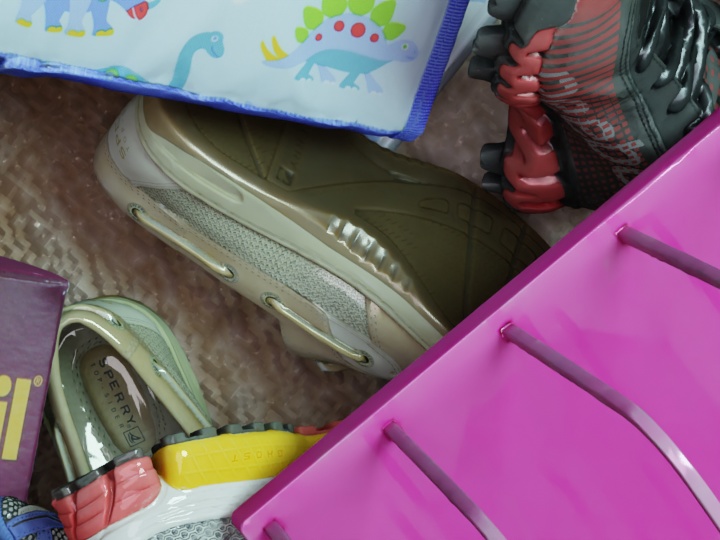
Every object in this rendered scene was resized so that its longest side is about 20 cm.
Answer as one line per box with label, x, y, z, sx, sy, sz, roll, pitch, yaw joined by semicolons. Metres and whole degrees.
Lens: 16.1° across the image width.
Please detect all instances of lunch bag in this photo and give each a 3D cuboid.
lunch bag;-0.045;-0.151;0.800;0.169;0.127;0.202;9;83;-23

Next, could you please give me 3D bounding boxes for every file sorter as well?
file sorter;0.092;0.074;0.729;0.200;0.125;0.139;-39;108;-5

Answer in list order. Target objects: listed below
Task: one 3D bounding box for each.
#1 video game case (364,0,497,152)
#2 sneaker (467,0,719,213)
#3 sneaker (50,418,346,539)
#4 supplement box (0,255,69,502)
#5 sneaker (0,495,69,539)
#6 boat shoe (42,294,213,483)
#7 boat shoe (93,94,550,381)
video game case;-0.003;-0.170;0.894;0.182;0.022;0.200;39;90;1
sneaker;0.086;-0.068;0.802;0.097;0.201;0.071;9;73;9
sneaker;-0.011;0.094;0.828;0.199;0.078;0.083;-5;75;-41
supplement box;-0.189;0.085;0.830;0.130;0.103;0.202;9;92;-43
sneaker;-0.136;0.152;0.775;0.078;0.075;0.200;48;48;-19
boat shoe;-0.054;0.102;0.874;0.073;0.063;0.202;-25;90;1
boat shoe;0.000;0.000;0.875;0.199;0.065;0.072;33;46;-14
